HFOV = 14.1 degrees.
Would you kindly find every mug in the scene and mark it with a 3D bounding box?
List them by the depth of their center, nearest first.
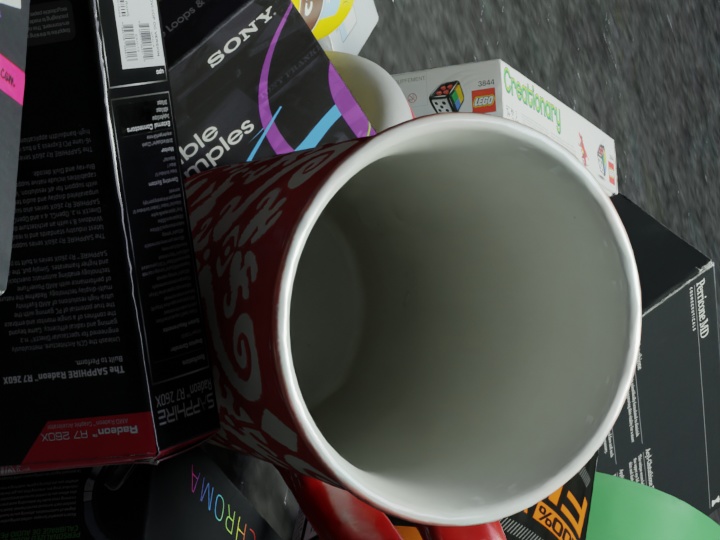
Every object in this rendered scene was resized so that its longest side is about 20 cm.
[{"bbox_3d":[-0.012,0.035,1.028,0.133,0.200,0.179,15,85,-24],"label":"mug"}]

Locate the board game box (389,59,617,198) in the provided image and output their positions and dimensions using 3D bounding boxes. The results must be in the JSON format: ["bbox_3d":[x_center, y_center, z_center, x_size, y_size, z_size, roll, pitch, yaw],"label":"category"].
[{"bbox_3d":[0.042,-0.061,1.454,0.200,0.125,0.035,23,62,-68],"label":"board game box"}]

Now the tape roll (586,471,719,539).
[{"bbox_3d":[0.086,0.164,1.391,0.201,0.199,0.048,60,31,-49],"label":"tape roll"}]

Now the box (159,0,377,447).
[{"bbox_3d":[-0.059,-0.025,1.157,0.036,0.143,0.200,48,-4,38],"label":"box"}]

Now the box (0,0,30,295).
[{"bbox_3d":[-0.172,-0.095,0.866,0.106,0.121,0.201,46,41,-59],"label":"box"}]

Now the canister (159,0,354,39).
[{"bbox_3d":[-0.072,-0.153,1.227,0.200,0.086,0.150,-32,113,-70],"label":"canister"}]

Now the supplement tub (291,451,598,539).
[{"bbox_3d":[0.034,0.107,1.218,0.123,0.122,0.201,61,32,-47],"label":"supplement tub"}]

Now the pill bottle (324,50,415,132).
[{"bbox_3d":[0.000,0.000,1.341,0.200,0.108,0.109,61,29,-48],"label":"pill bottle"}]

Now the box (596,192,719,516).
[{"bbox_3d":[0.119,0.080,1.545,0.141,0.079,0.201,-33,141,-19],"label":"box"}]

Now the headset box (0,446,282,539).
[{"bbox_3d":[-0.088,0.180,1.039,0.174,0.092,0.201,55,34,-52],"label":"headset box"}]

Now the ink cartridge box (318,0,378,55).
[{"bbox_3d":[-0.021,-0.204,1.439,0.200,0.047,0.161,-60,139,-56],"label":"ink cartridge box"}]

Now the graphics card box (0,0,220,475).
[{"bbox_3d":[-0.123,-0.033,0.979,0.051,0.125,0.201,-18,100,-63],"label":"graphics card box"}]
